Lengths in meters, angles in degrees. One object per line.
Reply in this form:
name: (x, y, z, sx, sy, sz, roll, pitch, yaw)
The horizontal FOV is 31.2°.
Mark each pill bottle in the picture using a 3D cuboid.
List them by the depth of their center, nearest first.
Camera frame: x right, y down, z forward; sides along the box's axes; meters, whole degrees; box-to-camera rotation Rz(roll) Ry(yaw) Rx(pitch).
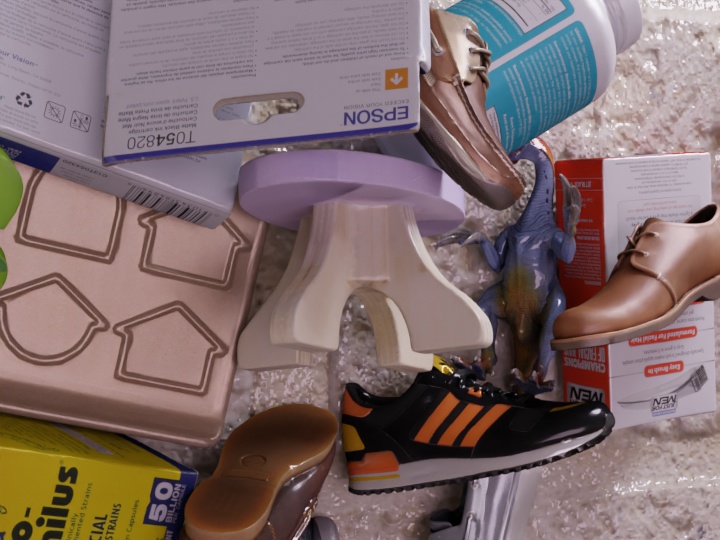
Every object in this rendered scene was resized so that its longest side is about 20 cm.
pill bottle: (0.104, -0.146, 0.917, 0.199, 0.111, 0.112, -31, 105, -17)

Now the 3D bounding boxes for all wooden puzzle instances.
wooden puzzle: (-0.161, 0.003, 0.858, 0.183, 0.046, 0.203, 13, 84, -23)

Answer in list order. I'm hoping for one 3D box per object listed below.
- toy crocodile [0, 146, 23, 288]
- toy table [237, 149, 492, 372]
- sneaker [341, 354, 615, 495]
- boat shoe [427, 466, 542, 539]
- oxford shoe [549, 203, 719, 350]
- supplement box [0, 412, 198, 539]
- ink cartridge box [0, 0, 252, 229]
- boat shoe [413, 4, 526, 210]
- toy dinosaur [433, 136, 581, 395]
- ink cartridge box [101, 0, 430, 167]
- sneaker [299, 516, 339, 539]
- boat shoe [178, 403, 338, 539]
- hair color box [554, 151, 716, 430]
toy crocodile: (-0.269, 0.006, 0.773, 0.200, 0.068, 0.062, -44, 130, 14)
toy table: (0.000, 0.000, 0.838, 0.199, 0.182, 0.119, 10, 74, -48)
sneaker: (0.075, 0.099, 0.901, 0.197, 0.070, 0.091, -14, 83, 21)
boat shoe: (0.084, 0.195, 0.966, 0.070, 0.070, 0.204, 14, 93, 1)
oxford shoe: (0.198, 0.005, 0.915, 0.199, 0.071, 0.072, -25, 101, -38)
supplement box: (-0.217, 0.150, 0.780, 0.198, 0.109, 0.110, 15, 89, -40)
ink cartridge box: (-0.159, -0.150, 0.833, 0.194, 0.043, 0.203, 19, 63, -22)
boat shoe: (0.047, -0.129, 0.802, 0.071, 0.076, 0.201, -35, 75, 2)
toy dinosaur: (0.114, -0.004, 0.970, 0.103, 0.201, 0.184, 9, 65, 15)
ink cartridge box: (-0.056, -0.156, 0.780, 0.196, 0.041, 0.203, -4, 69, 12)
sneaker: (-0.068, 0.244, 0.853, 0.110, 0.201, 0.078, 10, 125, -16)
boat shoe: (-0.067, 0.153, 0.848, 0.069, 0.200, 0.071, 8, 110, 18)
hair color box: (0.212, 0.013, 0.995, 0.110, 0.064, 0.203, -5, 95, -29)
